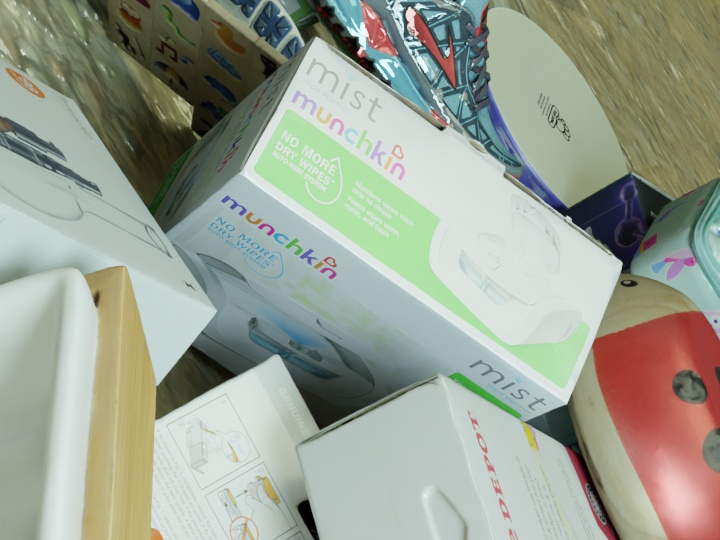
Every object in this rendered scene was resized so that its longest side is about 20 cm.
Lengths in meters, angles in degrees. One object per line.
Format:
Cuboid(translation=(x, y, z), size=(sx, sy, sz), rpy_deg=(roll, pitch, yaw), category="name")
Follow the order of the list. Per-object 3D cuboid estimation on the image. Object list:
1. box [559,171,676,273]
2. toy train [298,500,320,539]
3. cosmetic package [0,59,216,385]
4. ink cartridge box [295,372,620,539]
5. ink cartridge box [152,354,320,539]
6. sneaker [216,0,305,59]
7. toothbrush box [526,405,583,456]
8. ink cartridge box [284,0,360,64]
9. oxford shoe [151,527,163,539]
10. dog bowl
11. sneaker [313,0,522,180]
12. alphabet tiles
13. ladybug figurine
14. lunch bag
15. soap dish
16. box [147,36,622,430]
Cuboid(translation=(0.179, 0.059, 1.235), size=(0.104, 0.148, 0.200), rpy_deg=(26, 42, -44), category="box")
Cuboid(translation=(0.022, 0.193, 0.935), size=(0.114, 0.087, 0.200), rpy_deg=(15, 49, -63), category="toy train")
Cuboid(translation=(-0.168, -0.045, 0.807), size=(0.151, 0.052, 0.200), rpy_deg=(32, 13, -43), category="cosmetic package")
Cuboid(translation=(0.066, 0.149, 0.846), size=(0.200, 0.086, 0.148), rpy_deg=(31, 36, -55), category="ink cartridge box")
Cuboid(translation=(-0.062, 0.162, 0.820), size=(0.176, 0.045, 0.200), rpy_deg=(-26, 86, -44), category="ink cartridge box")
Cuboid(translation=(-0.074, -0.168, 1.124), size=(0.200, 0.077, 0.085), rpy_deg=(62, 25, 3), category="sneaker")
Cuboid(translation=(0.110, 0.112, 1.058), size=(0.085, 0.146, 0.200), rpy_deg=(-17, 78, -31), category="toothbrush box")
Cuboid(translation=(-0.054, -0.213, 1.209), size=(0.200, 0.059, 0.104), rpy_deg=(58, 30, -4), category="ink cartridge box")
Cuboid(translation=(-0.130, 0.198, 0.706), size=(0.071, 0.073, 0.200), rpy_deg=(81, 17, -64), category="oxford shoe")
Cuboid(translation=(0.120, -0.098, 1.357), size=(0.200, 0.079, 0.200), rpy_deg=(38, 36, -34), category="dog bowl")
Cuboid(translation=(0.055, -0.138, 1.134), size=(0.200, 0.095, 0.079), rpy_deg=(51, 5, -18), category="sneaker")
Cuboid(translation=(-0.065, -0.093, 0.997), size=(0.200, 0.167, 0.008), rpy_deg=(40, 71, 6), category="alphabet tiles")
Cuboid(translation=(0.168, 0.089, 0.941), size=(0.136, 0.072, 0.200), rpy_deg=(3, 64, -61), category="ladybug figurine")
Cuboid(translation=(0.259, 0.044, 1.140), size=(0.200, 0.077, 0.160), rpy_deg=(55, 29, -6), category="lunch bag")
Cuboid(translation=(-0.152, 0.106, 0.675), size=(0.081, 0.157, 0.200), rpy_deg=(54, 25, -46), category="soap dish")
Cuboid(translation=(0.000, 0.000, 0.916), size=(0.200, 0.176, 0.097), rpy_deg=(36, 59, -15), category="box")
